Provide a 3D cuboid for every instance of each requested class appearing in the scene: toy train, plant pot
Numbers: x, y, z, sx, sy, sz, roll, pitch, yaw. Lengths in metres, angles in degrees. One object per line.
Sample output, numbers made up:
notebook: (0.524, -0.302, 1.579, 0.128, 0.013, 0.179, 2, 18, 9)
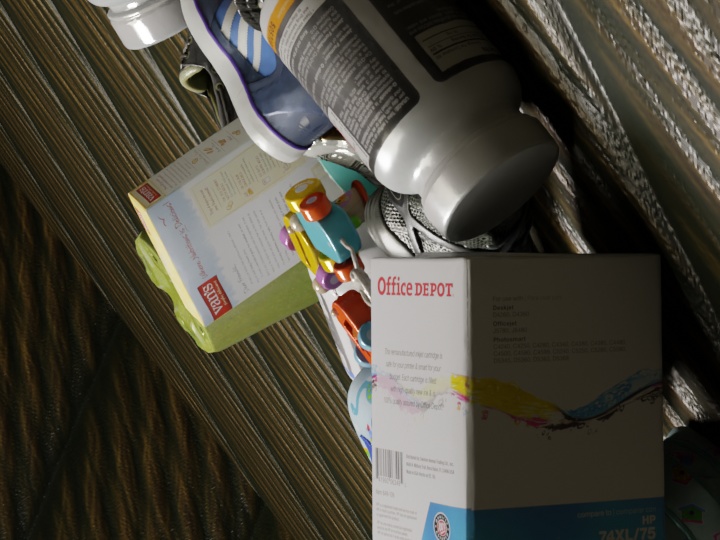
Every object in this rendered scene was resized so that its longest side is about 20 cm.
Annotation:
toy train: (0.000, 0.000, 1.707, 0.150, 0.056, 0.200, 52, 168, 14)
plant pot: (-0.100, -0.025, 2.077, 0.201, 0.184, 0.201, 52, 167, 17)

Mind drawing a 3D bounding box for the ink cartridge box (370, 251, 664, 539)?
ink cartridge box: (0.099, 0.088, 1.453, 0.147, 0.145, 0.201, -179, 88, -66)

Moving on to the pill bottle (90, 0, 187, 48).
pill bottle: (-0.207, -0.298, 1.913, 0.201, 0.114, 0.114, 61, 167, -22)

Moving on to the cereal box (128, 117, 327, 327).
cereal box: (-0.082, -0.062, 1.870, 0.040, 0.200, 0.144, 43, 162, 45)

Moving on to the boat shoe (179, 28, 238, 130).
boat shoe: (-0.133, -0.185, 2.021, 0.201, 0.066, 0.072, 61, 166, 22)

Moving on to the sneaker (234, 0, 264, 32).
sneaker: (-0.059, -0.263, 1.542, 0.089, 0.076, 0.201, -104, 12, -60)

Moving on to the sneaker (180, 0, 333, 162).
sneaker: (-0.045, -0.192, 1.638, 0.080, 0.146, 0.201, 16, -142, -44)

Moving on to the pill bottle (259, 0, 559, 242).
pill bottle: (0.033, -0.123, 1.462, 0.200, 0.116, 0.116, 52, 168, 20)

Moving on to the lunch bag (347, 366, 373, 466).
lunch bag: (0.088, 0.140, 1.829, 0.082, 0.160, 0.201, 34, 155, 60)

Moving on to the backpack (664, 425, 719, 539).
backpack: (0.223, 0.210, 1.573, 0.167, 0.127, 0.201, 27, 150, 43)

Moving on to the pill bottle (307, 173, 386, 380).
pill bottle: (0.019, 0.008, 1.870, 0.114, 0.114, 0.200, 47, 165, 37)

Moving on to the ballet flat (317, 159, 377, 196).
ballet flat: (-0.025, -0.154, 1.761, 0.201, 0.072, 0.072, 61, 167, -11)

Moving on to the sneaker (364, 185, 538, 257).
sneaker: (0.103, -0.005, 1.581, 0.199, 0.076, 0.114, 43, 148, -7)

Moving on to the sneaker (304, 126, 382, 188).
sneaker: (0.003, -0.093, 1.681, 0.200, 0.076, 0.088, 22, 158, 43)
